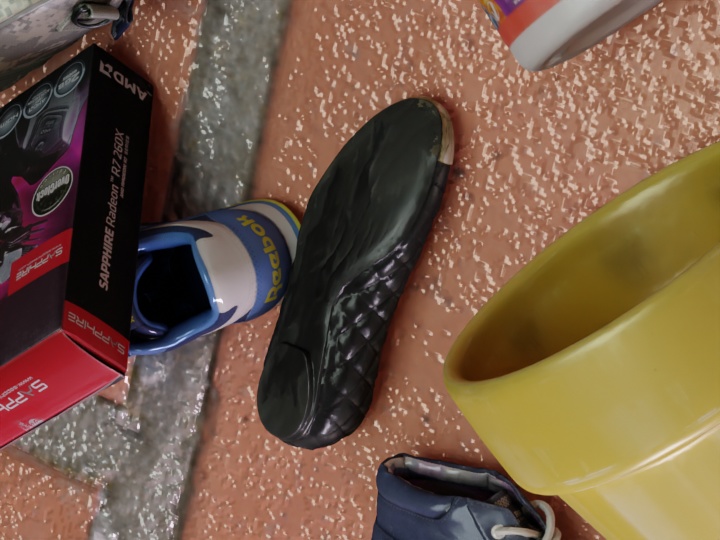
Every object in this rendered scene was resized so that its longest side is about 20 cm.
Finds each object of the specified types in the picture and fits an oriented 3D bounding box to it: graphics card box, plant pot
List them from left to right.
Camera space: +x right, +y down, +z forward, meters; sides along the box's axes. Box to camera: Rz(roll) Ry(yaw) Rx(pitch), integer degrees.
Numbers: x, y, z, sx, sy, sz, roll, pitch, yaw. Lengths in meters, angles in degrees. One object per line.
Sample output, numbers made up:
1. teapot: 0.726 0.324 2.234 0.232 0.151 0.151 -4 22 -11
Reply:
1. graphics card box: -0.171 -0.009 1.512 0.125 0.201 0.051 -30 130 34
2. plant pot: 0.170 0.066 1.333 0.200 0.201 0.189 -29 102 32

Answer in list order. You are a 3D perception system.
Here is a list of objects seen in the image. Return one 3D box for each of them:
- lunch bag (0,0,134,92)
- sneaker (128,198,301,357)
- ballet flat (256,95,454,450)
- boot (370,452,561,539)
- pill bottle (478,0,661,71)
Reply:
1. lunch bag: -0.218 -0.186 1.508 0.167 0.139 0.201 -30 83 38
2. sneaker: -0.124 0.012 1.545 0.199 0.082 0.074 -19 95 33
3. ballet flat: 0.000 0.000 1.497 0.066 0.057 0.201 35 112 31
4. boot: 0.088 0.160 1.465 0.199 0.073 0.091 15 116 27
5. pill bottle: 0.071 -0.204 1.357 0.111 0.111 0.200 -35 84 32
